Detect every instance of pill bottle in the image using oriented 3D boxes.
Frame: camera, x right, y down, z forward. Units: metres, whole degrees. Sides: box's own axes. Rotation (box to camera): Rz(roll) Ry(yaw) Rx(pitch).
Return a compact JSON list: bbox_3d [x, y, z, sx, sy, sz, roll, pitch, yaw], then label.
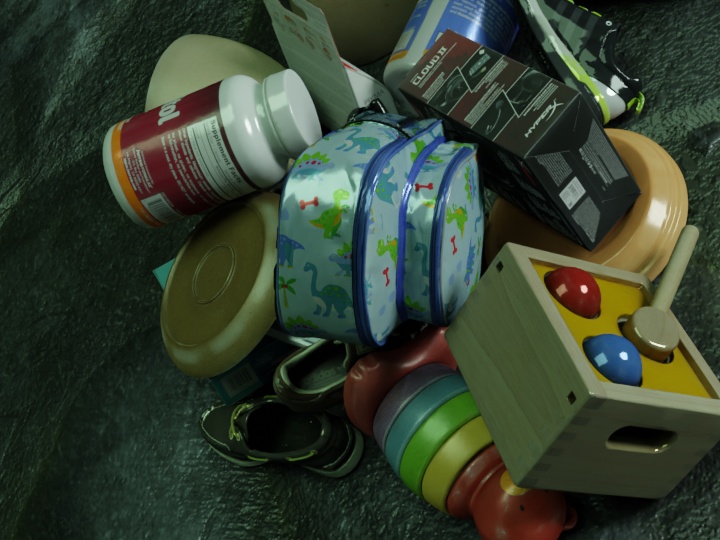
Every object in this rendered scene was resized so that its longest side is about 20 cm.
[{"bbox_3d":[-0.143,-0.123,1.112,0.198,0.113,0.114,-19,51,16],"label":"pill bottle"},{"bbox_3d":[0.112,-0.264,1.201,0.111,0.112,0.201,11,68,41],"label":"pill bottle"}]

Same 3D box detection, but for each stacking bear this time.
[{"bbox_3d":[0.090,0.155,0.936,0.121,0.114,0.200,-24,49,-28],"label":"stacking bear"}]

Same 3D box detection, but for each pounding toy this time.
[{"bbox_3d":[0.197,0.058,0.878,0.143,0.198,0.185,-58,37,31],"label":"pounding toy"}]

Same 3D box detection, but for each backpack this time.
[{"bbox_3d":[0.021,-0.032,0.926,0.146,0.200,0.185,9,110,23],"label":"backpack"}]

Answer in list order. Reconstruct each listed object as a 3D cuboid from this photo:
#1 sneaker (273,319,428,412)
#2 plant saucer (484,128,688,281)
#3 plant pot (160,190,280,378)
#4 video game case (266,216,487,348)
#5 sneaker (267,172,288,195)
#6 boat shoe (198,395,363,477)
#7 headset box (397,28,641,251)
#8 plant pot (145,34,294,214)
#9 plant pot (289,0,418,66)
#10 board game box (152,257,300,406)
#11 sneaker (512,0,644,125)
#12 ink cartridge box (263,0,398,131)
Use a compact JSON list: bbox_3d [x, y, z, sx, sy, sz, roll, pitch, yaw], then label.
[{"bbox_3d":[0.015,0.075,1.017,0.199,0.076,0.071,-26,73,1],"label":"sneaker"},{"bbox_3d":[0.200,-0.051,1.041,0.199,0.037,0.202,-19,51,25],"label":"plant saucer"},{"bbox_3d":[-0.138,0.007,1.113,0.199,0.027,0.202,-27,49,35],"label":"plant pot"},{"bbox_3d":[0.000,0.000,1.092,0.198,0.023,0.183,20,80,14],"label":"video game case"},{"bbox_3d":[-0.029,-0.103,1.191,0.199,0.079,0.089,-30,18,-1],"label":"sneaker"},{"bbox_3d":[-0.090,0.154,1.104,0.200,0.061,0.072,2,63,38],"label":"boat shoe"},{"bbox_3d":[0.135,-0.121,1.008,0.077,0.149,0.200,-47,43,-2],"label":"headset box"},{"bbox_3d":[-0.128,-0.159,1.256,0.133,0.201,0.202,6,64,25],"label":"plant pot"},{"bbox_3d":[-0.015,-0.366,1.352,0.199,0.134,0.202,-20,51,26],"label":"plant pot"},{"bbox_3d":[-0.117,0.031,1.187,0.150,0.047,0.200,-30,42,-7],"label":"board game box"},{"bbox_3d":[0.216,-0.229,1.118,0.082,0.072,0.201,-25,71,2],"label":"sneaker"},{"bbox_3d":[-0.033,-0.230,1.226,0.050,0.201,0.161,-33,42,-15],"label":"ink cartridge box"}]
